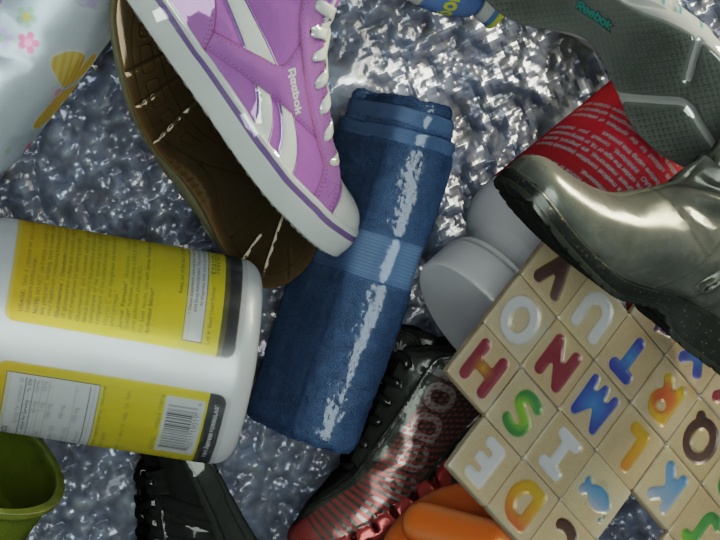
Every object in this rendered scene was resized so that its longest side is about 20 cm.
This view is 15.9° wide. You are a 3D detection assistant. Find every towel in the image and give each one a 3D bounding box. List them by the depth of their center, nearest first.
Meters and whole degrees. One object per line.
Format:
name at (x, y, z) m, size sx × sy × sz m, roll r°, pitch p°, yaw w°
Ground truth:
towel at (0.000, 0.000, 1.425) m, size 0.048 × 0.112 × 0.201 m, roll 18°, pitch 91°, yaw -21°

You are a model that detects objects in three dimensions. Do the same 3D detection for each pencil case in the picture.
pencil case at (-0.194, -0.126, 1.396) m, size 0.090 × 0.083 × 0.201 m, roll 35°, pitch 88°, yaw 6°

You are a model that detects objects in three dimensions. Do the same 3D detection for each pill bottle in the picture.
pill bottle at (-0.157, 0.034, 1.365) m, size 0.198 × 0.112 × 0.113 m, roll 10°, pitch 93°, yaw -9°
pill bottle at (0.132, -0.028, 1.416) m, size 0.200 × 0.112 × 0.113 m, roll -39°, pitch 99°, yaw -22°

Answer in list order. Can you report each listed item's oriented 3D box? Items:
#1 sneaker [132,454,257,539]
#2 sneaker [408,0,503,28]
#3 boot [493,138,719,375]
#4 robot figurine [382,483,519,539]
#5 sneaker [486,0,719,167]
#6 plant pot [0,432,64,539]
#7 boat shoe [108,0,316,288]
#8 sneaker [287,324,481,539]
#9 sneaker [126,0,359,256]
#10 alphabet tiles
sneaker at (-0.109, 0.169, 1.449) m, size 0.104 × 0.060 × 0.201 m, roll -31°, pitch 101°, yaw -9°
sneaker at (0.056, -0.240, 1.435) m, size 0.082 × 0.074 × 0.202 m, roll 7°, pitch 92°, yaw -6°
boot at (0.166, -0.041, 1.306) m, size 0.200 × 0.068 × 0.131 m, roll 33°, pitch 95°, yaw -36°
robot figurine at (0.075, 0.188, 1.418) m, size 0.116 × 0.200 × 0.145 m, roll -26°, pitch 63°, yaw 10°
sneaker at (0.152, -0.131, 1.374) m, size 0.200 × 0.080 × 0.071 m, roll 44°, pitch 127°, yaw 11°
plant pot at (-0.291, 0.151, 1.369) m, size 0.199 × 0.200 × 0.194 m, roll 29°, pitch 102°, yaw -9°
boat shoe at (-0.088, -0.082, 1.403) m, size 0.072 × 0.065 × 0.201 m, roll -34°, pitch 120°, yaw -12°
sneaker at (0.028, 0.087, 1.457) m, size 0.200 × 0.071 × 0.098 m, roll -39°, pitch 99°, yaw -6°
sneaker at (-0.029, -0.106, 1.333) m, size 0.114 × 0.073 × 0.201 m, roll -34°, pitch 119°, yaw 0°
alphabet tiles at (0.132, 0.082, 1.353) m, size 0.200 × 0.008 × 0.167 m, roll 48°, pitch 69°, yaw -24°
